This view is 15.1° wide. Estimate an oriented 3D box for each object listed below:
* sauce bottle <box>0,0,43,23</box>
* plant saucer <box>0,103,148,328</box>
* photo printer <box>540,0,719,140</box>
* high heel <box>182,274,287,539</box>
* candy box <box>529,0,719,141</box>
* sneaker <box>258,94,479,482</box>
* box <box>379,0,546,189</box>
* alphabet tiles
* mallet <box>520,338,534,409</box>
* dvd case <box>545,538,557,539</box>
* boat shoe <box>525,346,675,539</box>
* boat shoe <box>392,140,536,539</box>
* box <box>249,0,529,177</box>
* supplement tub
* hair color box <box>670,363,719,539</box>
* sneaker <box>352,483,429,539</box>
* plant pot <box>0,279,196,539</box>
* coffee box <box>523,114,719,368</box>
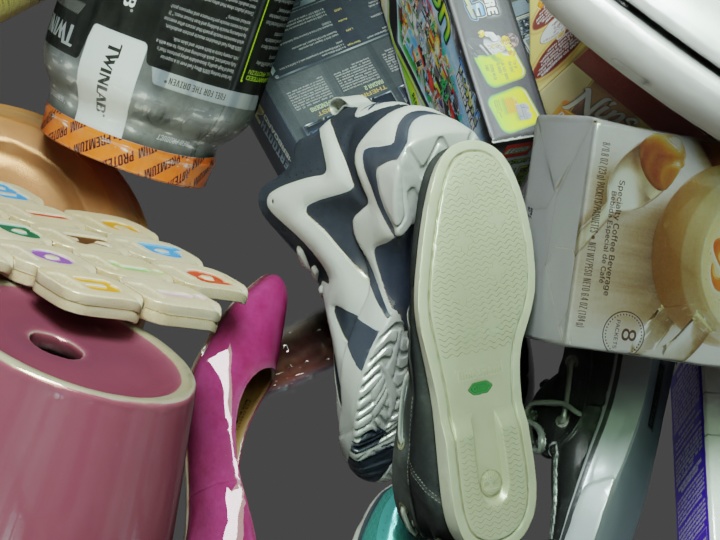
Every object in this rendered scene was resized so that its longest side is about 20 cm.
[{"bbox_3d":[-0.194,-0.181,1.531,0.199,0.065,0.065,-32,71,-25],"label":"sauce bottle"},{"bbox_3d":[-0.208,-0.009,1.449,0.198,0.038,0.202,5,60,-8],"label":"plant saucer"},{"bbox_3d":[0.172,-0.132,1.362,0.166,0.070,0.200,37,21,5],"label":"photo printer"},{"bbox_3d":[-0.053,0.102,1.397,0.095,0.067,0.201,19,74,12],"label":"high heel"},{"bbox_3d":[0.151,-0.129,1.499,0.115,0.055,0.201,36,30,-20],"label":"candy box"},{"bbox_3d":[0.000,0.000,1.423,0.079,0.201,0.129,-12,26,-28],"label":"sneaker"},{"bbox_3d":[0.048,-0.135,1.460,0.034,0.110,0.201,-9,67,-16],"label":"box"},{"bbox_3d":[-0.160,-0.012,1.346,0.195,0.015,0.199,7,14,-43],"label":"alphabet tiles"},{"bbox_3d":[0.106,-0.008,1.486,0.041,0.066,0.201,15,55,25],"label":"mallet"},{"bbox_3d":[0.066,0.239,1.311,0.142,0.018,0.202,-7,79,-38],"label":"dvd case"},{"bbox_3d":[0.119,0.078,1.433,0.068,0.074,0.201,10,79,21],"label":"boat shoe"},{"bbox_3d":[0.044,0.037,1.341,0.071,0.067,0.202,-1,91,-32],"label":"boat shoe"},{"bbox_3d":[0.032,-0.116,1.540,0.199,0.051,0.158,-24,70,-21],"label":"box"},{"bbox_3d":[-0.095,-0.154,1.446,0.122,0.123,0.201,20,97,1],"label":"supplement tub"},{"bbox_3d":[0.226,0.114,1.442,0.108,0.065,0.201,6,62,-9],"label":"hair color box"},{"bbox_3d":[0.025,0.194,1.354,0.077,0.080,0.201,10,60,-4],"label":"sneaker"},{"bbox_3d":[-0.166,0.111,1.261,0.199,0.180,0.200,21,15,-6],"label":"plant pot"},{"bbox_3d":[0.185,-0.008,1.374,0.198,0.080,0.115,8,91,-20],"label":"coffee box"}]
